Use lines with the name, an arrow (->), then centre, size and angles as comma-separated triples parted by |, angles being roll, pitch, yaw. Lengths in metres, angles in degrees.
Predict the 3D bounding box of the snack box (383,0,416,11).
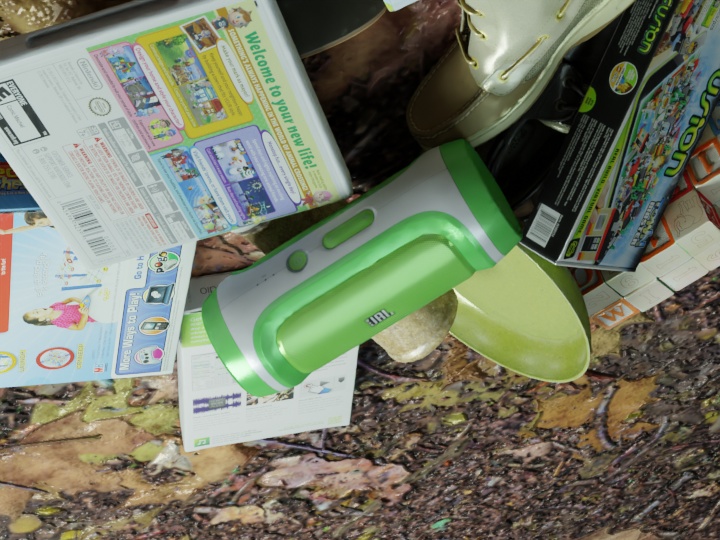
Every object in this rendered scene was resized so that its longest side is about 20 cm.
snack box -> 0.081, -0.232, 0.812 | 0.199, 0.143, 0.053 | -23, 145, 9

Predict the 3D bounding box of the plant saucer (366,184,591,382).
plant saucer -> 0.087, 0.001, 1.130 | 0.031, 0.199, 0.201 | -49, 151, -20

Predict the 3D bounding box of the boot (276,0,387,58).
boot -> -0.072, -0.141, 0.957 | 0.198, 0.074, 0.075 | -18, 165, 9

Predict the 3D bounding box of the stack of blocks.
stack of blocks -> 0.227, -0.061, 1.130 | 0.199, 0.116, 0.058 | -33, 142, 21

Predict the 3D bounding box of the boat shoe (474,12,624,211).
boat shoe -> 0.137, -0.113, 1.063 | 0.071, 0.066, 0.201 | 12, 136, -30

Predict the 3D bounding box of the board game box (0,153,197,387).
board game box -> -0.216, 0.001, 1.085 | 0.194, 0.056, 0.201 | -3, 143, -17

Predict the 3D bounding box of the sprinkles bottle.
sprinkles bottle -> -0.019, -0.014, 1.092 | 0.068, 0.069, 0.200 | -34, 125, 24

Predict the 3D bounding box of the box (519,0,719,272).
box -> 0.183, -0.097, 1.032 | 0.110, 0.035, 0.201 | 3, 115, -52

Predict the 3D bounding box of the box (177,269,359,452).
box -> -0.073, 0.068, 1.255 | 0.143, 0.037, 0.201 | -8, 145, -11

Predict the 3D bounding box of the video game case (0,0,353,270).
video game case -> -0.114, -0.082, 0.934 | 0.181, 0.022, 0.200 | -15, 145, 7

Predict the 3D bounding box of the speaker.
speaker -> 0.000, 0.000, 1.011 | 0.199, 0.089, 0.088 | -32, 143, 11

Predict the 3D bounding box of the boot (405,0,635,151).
boot -> 0.066, -0.165, 0.961 | 0.154, 0.072, 0.200 | 23, 124, -43
